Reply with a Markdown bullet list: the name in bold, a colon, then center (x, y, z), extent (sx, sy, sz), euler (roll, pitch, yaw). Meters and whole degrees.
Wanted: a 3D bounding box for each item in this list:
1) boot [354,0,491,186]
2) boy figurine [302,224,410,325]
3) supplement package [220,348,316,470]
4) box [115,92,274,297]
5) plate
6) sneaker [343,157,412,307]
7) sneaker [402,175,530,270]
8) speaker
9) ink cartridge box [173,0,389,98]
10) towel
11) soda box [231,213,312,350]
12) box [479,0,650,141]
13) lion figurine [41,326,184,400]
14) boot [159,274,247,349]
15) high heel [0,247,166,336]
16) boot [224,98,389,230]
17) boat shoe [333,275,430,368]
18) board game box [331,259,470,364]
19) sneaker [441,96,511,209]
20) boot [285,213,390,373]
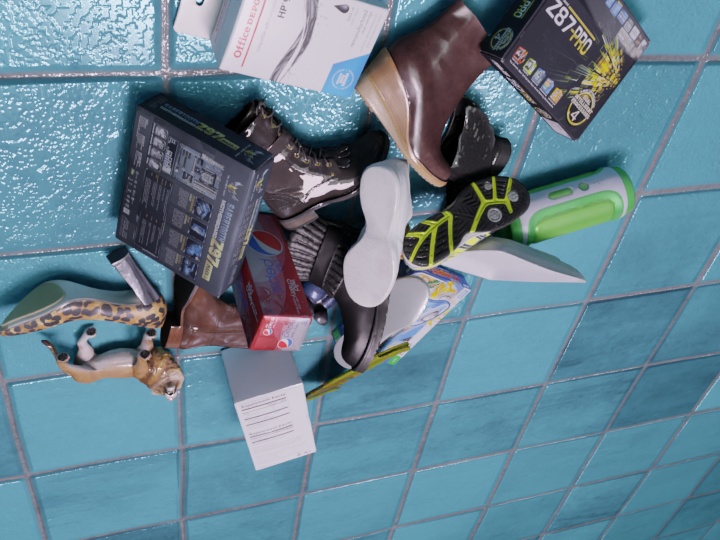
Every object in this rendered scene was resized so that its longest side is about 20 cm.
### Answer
- **boot**: center (0.107, -0.212, 0.969), extent (0.166, 0.072, 0.200), euler (-35, 125, 11)
- **boy figurine**: center (0.000, 0.000, 1.163), extent (0.200, 0.064, 0.124), euler (-35, 134, 16)
- **supplement package**: center (-0.148, 0.215, 1.280), extent (0.109, 0.114, 0.200), euler (-16, 137, -10)
- **box**: center (-0.200, -0.085, 0.927), extent (0.158, 0.051, 0.200), euler (30, 129, 9)
- **plate**: center (0.203, -0.018, 1.181), extent (0.200, 0.199, 0.032), euler (16, 82, -36)
- **sneaker**: center (0.035, -0.049, 1.013), extent (0.088, 0.075, 0.200), euler (-36, 142, -56)
- **sneaker**: center (0.139, -0.067, 1.073), extent (0.200, 0.075, 0.076), euler (-27, 174, -10)
- **speaker**: center (0.306, -0.095, 1.185), extent (0.200, 0.088, 0.088), euler (-17, 138, -8)
- **ink cartridge box**: center (-0.086, -0.268, 0.841), extent (0.200, 0.068, 0.116), euler (6, 131, -28)
- **towel**: center (-0.008, 0.170, 1.297), extent (0.086, 0.018, 0.200), euler (-18, 167, -48)
- **soda box**: center (-0.125, 0.010, 1.011), extent (0.070, 0.200, 0.063), euler (4, 131, -29)
- **box**: center (0.257, -0.278, 0.972), extent (0.200, 0.049, 0.161), euler (31, 96, -43)
- **lion figurine**: center (-0.359, 0.138, 1.150), extent (0.200, 0.073, 0.123), euler (7, 144, -12)
- **boot**: center (-0.171, 0.046, 1.137), extent (0.200, 0.064, 0.186), euler (5, 132, -32)
- **high heel**: center (-0.366, 0.069, 1.058), extent (0.200, 0.071, 0.143), euler (-29, 133, -7)
- **boot**: center (-0.079, -0.149, 0.971), extent (0.200, 0.069, 0.174), euler (-37, 132, 8)
- **boat shoe**: center (0.034, 0.070, 1.201), extent (0.071, 0.064, 0.200), euler (46, 119, 0)
- **board game box**: center (0.066, 0.068, 1.282), extent (0.135, 0.034, 0.200), euler (21, 123, -38)
- **sneaker**: center (0.135, -0.138, 1.087), extent (0.104, 0.060, 0.200), euler (9, 125, -30)
- **boot**: center (-0.040, 0.029, 1.090), extent (0.158, 0.079, 0.211), euler (11, 97, -5)
